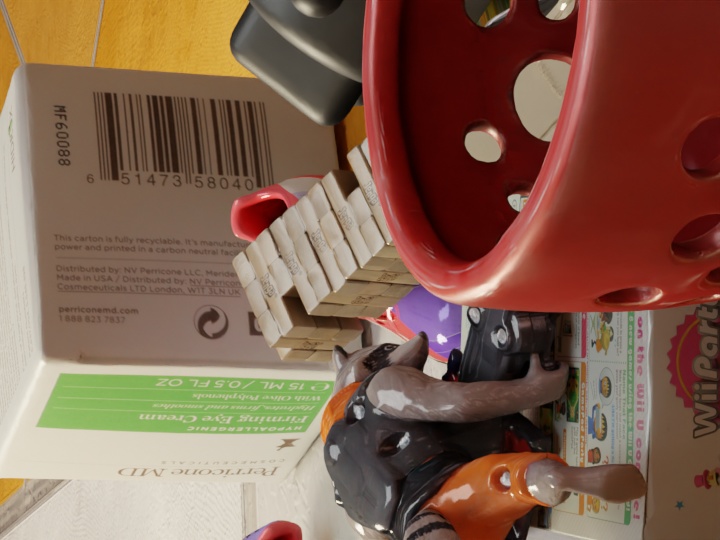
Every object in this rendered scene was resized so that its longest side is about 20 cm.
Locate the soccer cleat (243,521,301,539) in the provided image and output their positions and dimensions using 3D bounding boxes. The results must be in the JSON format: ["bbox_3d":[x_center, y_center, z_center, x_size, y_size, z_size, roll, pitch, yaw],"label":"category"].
[{"bbox_3d":[-0.048,0.242,1.432,0.073,0.068,0.201,125,144,-45],"label":"soccer cleat"}]

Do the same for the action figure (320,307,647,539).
[{"bbox_3d":[0.038,0.067,0.989,0.193,0.104,0.202,-138,53,-59],"label":"action figure"}]

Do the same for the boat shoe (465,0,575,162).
[{"bbox_3d":[0.083,-0.086,1.062,0.200,0.057,0.067,-30,89,47],"label":"boat shoe"}]

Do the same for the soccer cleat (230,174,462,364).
[{"bbox_3d":[0.000,0.000,1.271,0.200,0.073,0.069,-141,52,-57],"label":"soccer cleat"}]

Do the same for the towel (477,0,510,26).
[{"bbox_3d":[0.057,-0.062,1.262,0.201,0.018,0.087,113,156,-45],"label":"towel"}]

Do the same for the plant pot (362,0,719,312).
[{"bbox_3d":[0.116,-0.085,0.844,0.200,0.181,0.202,-178,90,-71],"label":"plant pot"}]

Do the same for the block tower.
[{"bbox_3d":[0.020,-0.031,1.180,0.200,0.054,0.058,-43,60,32],"label":"block tower"}]

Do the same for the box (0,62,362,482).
[{"bbox_3d":[-0.122,0.005,1.487,0.172,0.197,0.202,125,143,-57],"label":"box"}]

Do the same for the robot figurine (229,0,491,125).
[{"bbox_3d":[0.018,-0.168,1.190,0.201,0.124,0.151,-56,30,27],"label":"robot figurine"}]

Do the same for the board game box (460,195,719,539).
[{"bbox_3d":[0.104,0.036,1.043,0.200,0.064,0.149,-179,90,-72],"label":"board game box"}]
